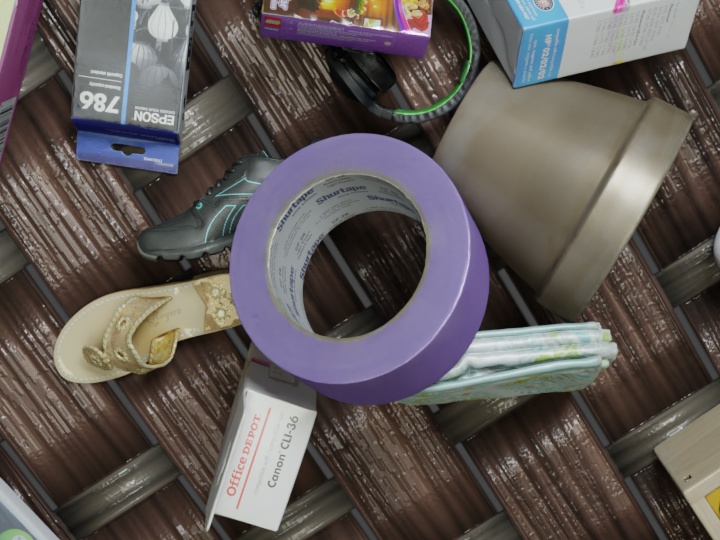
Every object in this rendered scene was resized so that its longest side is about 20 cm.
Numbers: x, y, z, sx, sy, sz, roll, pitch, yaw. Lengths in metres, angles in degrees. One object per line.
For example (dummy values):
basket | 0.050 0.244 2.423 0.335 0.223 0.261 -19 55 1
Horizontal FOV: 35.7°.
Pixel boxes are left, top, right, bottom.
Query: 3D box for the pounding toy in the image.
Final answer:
pounding toy | 0.419 0.220 1.047 0.183 0.142 0.201 -35 102 7

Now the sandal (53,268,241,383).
sandal | -0.194 0.055 1.023 0.208 0.070 0.079 -20 104 3

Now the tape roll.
tape roll | 0.000 0.000 0.896 0.196 0.085 0.204 -6 70 16

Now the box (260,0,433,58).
box | -0.004 -0.279 0.912 0.134 0.039 0.204 7 72 -4

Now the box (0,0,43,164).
box | -0.391 -0.185 0.944 0.197 0.097 0.179 18 103 -7

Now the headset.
headset | 0.007 -0.202 0.953 0.197 0.094 0.125 21 103 1

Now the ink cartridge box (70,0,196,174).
ink cartridge box | -0.198 -0.187 0.980 0.097 0.039 0.204 6 104 -4

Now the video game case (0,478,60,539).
video game case | -0.380 0.282 1.062 0.199 0.023 0.183 41 100 13

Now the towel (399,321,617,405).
towel | 0.115 0.089 0.992 0.196 0.171 0.049 -5 77 0

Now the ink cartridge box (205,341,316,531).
ink cartridge box | -0.084 0.145 0.982 0.066 0.200 0.118 17 104 -6

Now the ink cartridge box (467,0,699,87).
ink cartridge box | 0.200 -0.233 0.924 0.196 0.116 0.068 -14 146 -10

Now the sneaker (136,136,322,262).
sneaker | -0.108 -0.060 1.005 0.197 0.075 0.081 -16 95 -7

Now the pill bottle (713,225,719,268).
pill bottle | 0.427 0.008 1.008 0.199 0.116 0.116 37 100 -10

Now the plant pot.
plant pot | 0.158 -0.084 0.955 0.172 0.200 0.202 31 102 9
